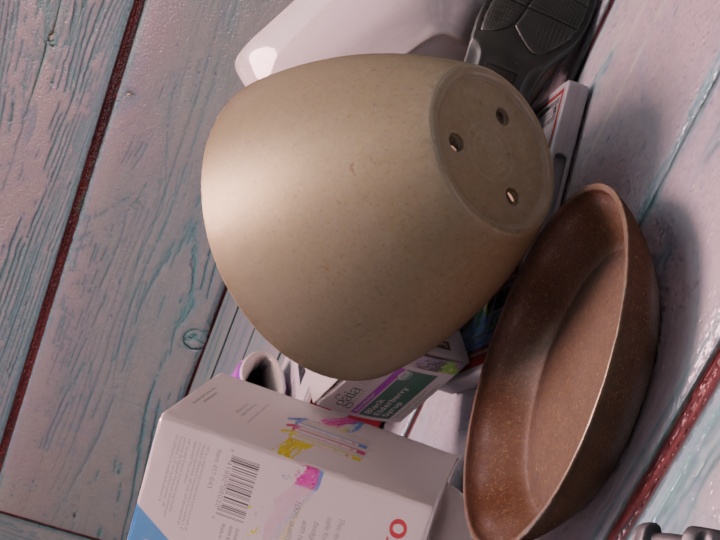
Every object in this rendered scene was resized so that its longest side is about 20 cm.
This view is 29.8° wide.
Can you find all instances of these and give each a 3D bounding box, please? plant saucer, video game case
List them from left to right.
[{"bbox_3d":[0.102,-0.018,0.936,0.143,0.017,0.200,142,146,-73],"label":"video game case"},{"bbox_3d":[0.108,0.054,0.712,0.200,0.037,0.201,-161,90,-81],"label":"plant saucer"}]

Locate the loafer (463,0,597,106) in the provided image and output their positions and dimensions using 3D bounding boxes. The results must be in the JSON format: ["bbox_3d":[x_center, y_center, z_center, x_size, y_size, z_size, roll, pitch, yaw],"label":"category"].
[{"bbox_3d":[0.102,-0.144,0.952,0.200,0.072,0.063,-60,0,-13],"label":"loafer"}]

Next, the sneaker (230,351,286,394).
[{"bbox_3d":[-0.113,0.159,1.183,0.114,0.072,0.201,124,160,-48],"label":"sneaker"}]

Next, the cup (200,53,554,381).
[{"bbox_3d":[0.027,-0.049,0.798,0.143,0.200,0.201,-23,44,44],"label":"cup"}]

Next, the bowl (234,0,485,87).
[{"bbox_3d":[0.033,-0.149,1.016,0.200,0.200,0.075,-35,59,22],"label":"bowl"}]

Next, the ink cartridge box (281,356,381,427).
[{"bbox_3d":[-0.023,0.111,1.205,0.176,0.084,0.200,-97,26,-64],"label":"ink cartridge box"}]

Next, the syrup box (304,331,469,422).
[{"bbox_3d":[0.000,0.000,0.955,0.079,0.081,0.200,-44,47,34],"label":"syrup box"}]

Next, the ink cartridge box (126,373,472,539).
[{"bbox_3d":[-0.032,0.166,0.858,0.125,0.200,0.129,-35,-37,-77],"label":"ink cartridge box"}]

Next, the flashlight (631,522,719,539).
[{"bbox_3d":[0.099,0.184,0.428,0.068,0.068,0.200,105,-178,-77],"label":"flashlight"}]
